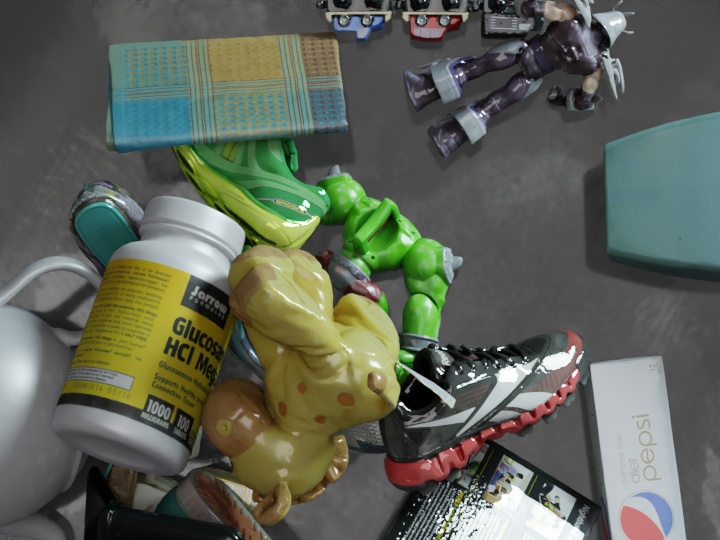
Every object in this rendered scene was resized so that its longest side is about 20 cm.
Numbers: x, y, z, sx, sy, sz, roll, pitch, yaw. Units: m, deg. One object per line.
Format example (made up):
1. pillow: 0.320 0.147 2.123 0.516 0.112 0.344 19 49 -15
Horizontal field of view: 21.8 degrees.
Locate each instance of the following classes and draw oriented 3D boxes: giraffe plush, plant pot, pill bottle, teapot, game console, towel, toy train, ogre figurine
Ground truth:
1. giraffe plush: -0.051 0.100 1.439 0.200 0.172 0.163 42 104 16
2. plant pot: 0.301 -0.058 1.537 0.198 0.141 0.143 -2 86 9
3. pill bottle: -0.160 0.050 1.472 0.111 0.113 0.202 16 72 3
4. teapot: -0.278 0.115 1.533 0.145 0.200 0.199 4 65 -23
5. game console: -0.163 0.274 1.482 0.174 0.116 0.202 7 101 15
6. towel: -0.113 -0.150 1.563 0.198 0.147 0.022 -4 130 -2
7. toy train: 0.060 -0.218 1.607 0.198 0.034 0.046 1 99 1
8. ogre figurine: 0.000 0.000 1.558 0.200 0.098 0.120 37 89 35

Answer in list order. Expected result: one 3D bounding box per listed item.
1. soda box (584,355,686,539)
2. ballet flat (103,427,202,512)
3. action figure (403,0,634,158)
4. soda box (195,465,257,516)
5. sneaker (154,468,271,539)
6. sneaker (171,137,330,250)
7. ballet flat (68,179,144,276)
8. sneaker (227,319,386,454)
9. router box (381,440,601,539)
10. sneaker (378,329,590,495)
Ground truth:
1. soda box: 0.230 0.174 1.556 0.063 0.068 0.202 -7 86 1
2. ballet flat: -0.170 0.153 1.555 0.072 0.068 0.202 18 97 20
3. action figure: 0.138 -0.175 1.571 0.198 0.069 0.131 -25 106 10
4. soda box: -0.131 0.268 1.562 0.063 0.068 0.202 16 87 3
5. sneaker: -0.097 0.258 1.489 0.080 0.071 0.200 -46 68 18
6. sneaker: -0.097 -0.088 1.565 0.083 0.074 0.200 -36 58 -14
7. ballet flat: -0.180 0.004 1.574 0.072 0.072 0.201 -29 120 0
8. sneaker: -0.043 0.089 1.555 0.199 0.086 0.078 37 86 -7
9. router box: 0.091 0.237 1.514 0.148 0.051 0.201 31 52 4
10. sneaker: 0.096 0.092 1.500 0.199 0.071 0.099 -30 113 -14
